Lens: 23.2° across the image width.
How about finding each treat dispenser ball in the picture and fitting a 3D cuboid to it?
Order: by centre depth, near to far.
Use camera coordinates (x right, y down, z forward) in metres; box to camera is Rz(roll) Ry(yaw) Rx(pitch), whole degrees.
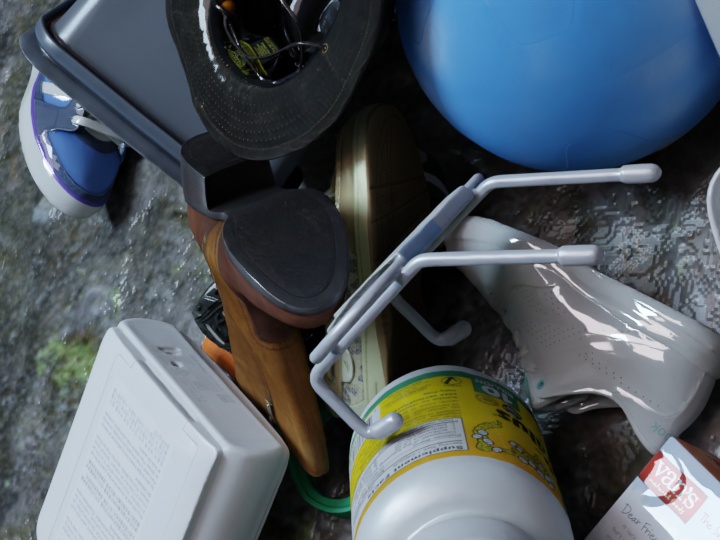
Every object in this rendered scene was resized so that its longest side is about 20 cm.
[{"bbox_3d":[0.120,-0.154,0.978,0.201,0.201,0.201,-17,61,34],"label":"treat dispenser ball"}]

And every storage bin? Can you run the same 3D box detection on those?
[{"bbox_3d":[-0.088,-0.144,1.125,0.134,0.200,0.146,-48,5,22],"label":"storage bin"}]

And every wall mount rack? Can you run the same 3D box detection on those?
[{"bbox_3d":[0.060,-0.001,0.910,0.075,0.200,0.174,44,123,-1],"label":"wall mount rack"}]

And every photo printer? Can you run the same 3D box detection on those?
[{"bbox_3d":[-0.136,0.156,1.127,0.166,0.069,0.200,41,117,45],"label":"photo printer"}]

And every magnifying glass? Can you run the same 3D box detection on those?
[{"bbox_3d":[-0.041,0.090,1.136,0.200,0.022,0.080,36,96,42],"label":"magnifying glass"}]

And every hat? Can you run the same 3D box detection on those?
[{"bbox_3d":[-0.025,-0.161,0.999,0.201,0.081,0.201,2,92,49],"label":"hat"}]

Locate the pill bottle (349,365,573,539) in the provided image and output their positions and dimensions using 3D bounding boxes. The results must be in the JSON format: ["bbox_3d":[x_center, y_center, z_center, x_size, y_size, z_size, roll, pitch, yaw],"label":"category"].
[{"bbox_3d":[0.051,0.133,0.912,0.113,0.113,0.200,-50,12,12],"label":"pill bottle"}]

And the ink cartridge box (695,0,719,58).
[{"bbox_3d":[0.261,-0.186,0.893,0.200,0.115,0.068,-32,17,-19],"label":"ink cartridge box"}]

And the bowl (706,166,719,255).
[{"bbox_3d":[0.290,-0.010,0.858,0.200,0.075,0.200,-35,52,24],"label":"bowl"}]

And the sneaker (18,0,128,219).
[{"bbox_3d":[-0.180,-0.152,1.315,0.146,0.081,0.200,-30,49,33],"label":"sneaker"}]

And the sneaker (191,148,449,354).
[{"bbox_3d":[-0.022,-0.009,1.131,0.200,0.074,0.079,-32,24,21],"label":"sneaker"}]

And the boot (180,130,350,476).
[{"bbox_3d":[-0.049,0.042,1.019,0.068,0.200,0.188,-23,36,-22],"label":"boot"}]

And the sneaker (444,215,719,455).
[{"bbox_3d":[0.110,0.035,0.993,0.200,0.075,0.089,30,94,42],"label":"sneaker"}]

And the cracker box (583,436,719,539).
[{"bbox_3d":[0.151,0.205,0.895,0.200,0.058,0.134,-52,47,11],"label":"cracker box"}]

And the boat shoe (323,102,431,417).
[{"bbox_3d":[0.000,0.000,1.037,0.063,0.073,0.200,7,106,30],"label":"boat shoe"}]

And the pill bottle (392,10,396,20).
[{"bbox_3d":[-0.043,-0.214,1.203,0.200,0.114,0.114,-7,67,39],"label":"pill bottle"}]
